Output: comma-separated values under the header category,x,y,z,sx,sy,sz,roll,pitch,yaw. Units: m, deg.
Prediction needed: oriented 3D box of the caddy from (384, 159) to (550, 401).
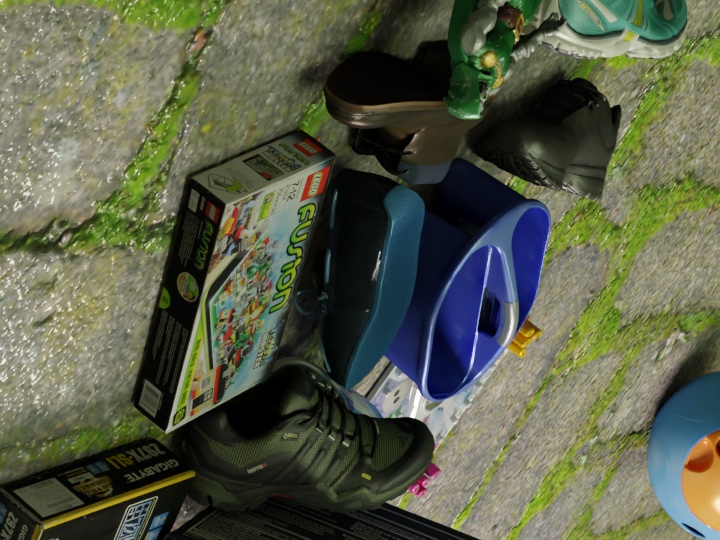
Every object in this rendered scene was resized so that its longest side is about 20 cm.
category,x,y,z,sx,sy,sz,roll,pitch,yaw
caddy,0.081,0.014,1.597,0.141,0.105,0.200,-38,152,-30

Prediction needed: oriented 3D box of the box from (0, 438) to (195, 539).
category,x,y,z,sx,sy,sz,roll,pitch,yaw
box,-0.212,0.222,1.433,0.159,0.049,0.201,-16,137,-55

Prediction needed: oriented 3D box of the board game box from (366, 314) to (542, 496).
category,x,y,z,sx,sy,sz,roll,pitch,yaw
board game box,0.069,0.107,1.798,0.200,0.026,0.200,-54,156,3

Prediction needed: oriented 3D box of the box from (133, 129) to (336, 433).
category,x,y,z,sx,sy,sz,roll,pitch,yaw
box,-0.086,0.008,1.383,0.110,0.035,0.201,-28,145,-44

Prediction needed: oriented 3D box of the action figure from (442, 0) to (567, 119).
category,x,y,z,sx,sy,sz,roll,pitch,yaw
action figure,0.102,-0.183,1.370,0.201,0.054,0.118,-65,149,-22

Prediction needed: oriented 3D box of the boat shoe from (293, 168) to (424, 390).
category,x,y,z,sx,sy,sz,roll,pitch,yaw
boat shoe,0.000,0.000,1.490,0.084,0.069,0.201,-40,155,-44

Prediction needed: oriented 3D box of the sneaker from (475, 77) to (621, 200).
category,x,y,z,sx,sy,sz,roll,pitch,yaw
sneaker,0.153,-0.111,1.619,0.091,0.076,0.200,-67,160,9

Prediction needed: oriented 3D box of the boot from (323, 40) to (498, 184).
category,x,y,z,sx,sy,sz,roll,pitch,yaw
boot,0.029,-0.095,1.401,0.200,0.075,0.097,-17,135,-55

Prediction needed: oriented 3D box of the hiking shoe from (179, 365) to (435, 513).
category,x,y,z,sx,sy,sz,roll,pitch,yaw
hiking shoe,-0.034,0.121,1.504,0.199,0.076,0.101,-4,128,-20

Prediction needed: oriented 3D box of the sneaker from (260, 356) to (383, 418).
category,x,y,z,sx,sy,sz,roll,pitch,yaw
sneaker,-0.028,0.114,1.609,0.072,0.073,0.200,-26,144,10

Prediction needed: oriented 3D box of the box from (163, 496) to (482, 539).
category,x,y,z,sx,sy,sz,roll,pitch,yaw
box,-0.030,0.252,1.529,0.198,0.199,0.124,-30,138,-66

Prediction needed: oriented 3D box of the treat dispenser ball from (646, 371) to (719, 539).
category,x,y,z,sx,sy,sz,roll,pitch,yaw
treat dispenser ball,0.431,0.215,2.364,0.201,0.201,0.201,-40,153,-26

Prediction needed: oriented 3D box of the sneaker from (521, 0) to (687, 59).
category,x,y,z,sx,sy,sz,roll,pitch,yaw
sneaker,0.196,-0.205,1.554,0.200,0.077,0.080,-13,126,-55
